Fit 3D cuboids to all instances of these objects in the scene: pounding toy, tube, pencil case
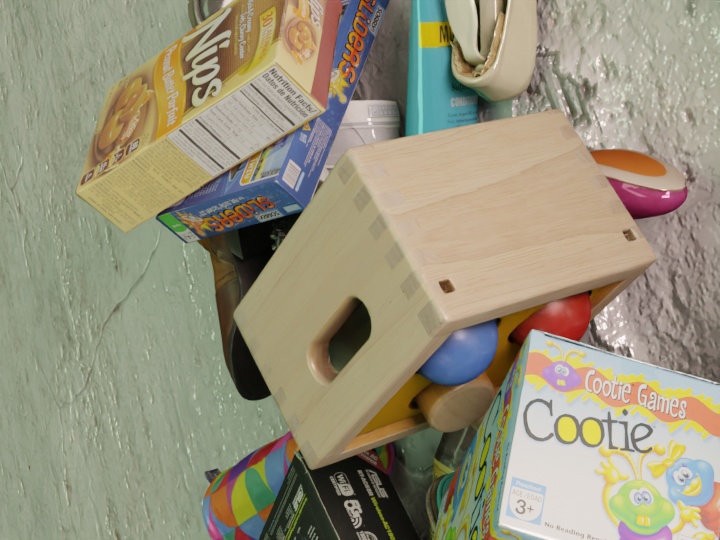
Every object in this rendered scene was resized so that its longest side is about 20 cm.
[{"bbox_3d":[0.052,0.035,0.751,0.143,0.183,0.200,60,140,20],"label":"pounding toy"},{"bbox_3d":[0.054,-0.113,0.905,0.050,0.077,0.203,8,104,29],"label":"tube"},{"bbox_3d":[-0.053,0.165,1.068,0.200,0.087,0.089,-37,63,50],"label":"pencil case"}]

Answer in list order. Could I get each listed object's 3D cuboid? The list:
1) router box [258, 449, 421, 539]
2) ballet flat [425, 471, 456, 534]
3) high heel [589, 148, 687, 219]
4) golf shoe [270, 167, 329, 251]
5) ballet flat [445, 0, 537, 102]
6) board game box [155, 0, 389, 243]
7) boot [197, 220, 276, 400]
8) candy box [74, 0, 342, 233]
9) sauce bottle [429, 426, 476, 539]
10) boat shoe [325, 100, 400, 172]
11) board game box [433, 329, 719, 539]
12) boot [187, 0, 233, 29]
[{"bbox_3d":[-0.018,0.238,0.937,0.151,0.061,0.201,61,142,37],"label":"router box"},{"bbox_3d":[0.107,0.208,0.819,0.200,0.068,0.068,44,142,26],"label":"ballet flat"},{"bbox_3d":[0.119,-0.024,0.815,0.199,0.067,0.097,14,108,53],"label":"high heel"},{"bbox_3d":[0.000,0.000,0.966,0.078,0.093,0.202,-52,52,51],"label":"golf shoe"},{"bbox_3d":[0.082,-0.208,0.856,0.069,0.069,0.203,5,96,55],"label":"ballet flat"},{"bbox_3d":[-0.062,-0.121,0.987,0.134,0.034,0.202,-12,48,44],"label":"board game box"},{"bbox_3d":[-0.122,-0.007,1.172,0.200,0.068,0.191,35,138,58],"label":"boot"},{"bbox_3d":[-0.106,-0.120,0.955,0.199,0.055,0.116,-28,38,32],"label":"candy box"},{"bbox_3d":[0.077,0.143,0.889,0.066,0.065,0.203,10,100,55],"label":"sauce bottle"},{"bbox_3d":[-0.038,-0.087,1.047,0.199,0.071,0.070,-3,90,47],"label":"boat shoe"},{"bbox_3d":[0.101,0.135,0.696,0.201,0.104,0.104,106,180,-56],"label":"board game box"},{"bbox_3d":[-0.027,-0.246,0.964,0.199,0.072,0.183,-1,57,53],"label":"boot"}]
